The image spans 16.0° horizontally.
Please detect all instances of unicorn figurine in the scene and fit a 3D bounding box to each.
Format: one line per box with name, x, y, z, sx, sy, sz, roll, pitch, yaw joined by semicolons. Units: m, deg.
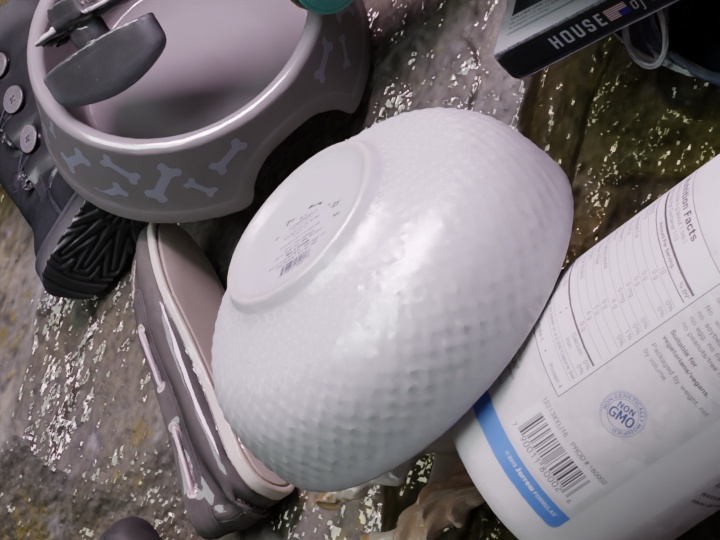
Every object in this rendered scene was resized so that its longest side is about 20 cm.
unicorn figurine;0.018;0.055;1.318;0.137;0.074;0.200;-46;61;8

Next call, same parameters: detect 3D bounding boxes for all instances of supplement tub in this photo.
supplement tub;0.148;0.037;1.147;0.200;0.132;0.132;-37;51;26

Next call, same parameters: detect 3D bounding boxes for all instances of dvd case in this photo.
dvd case;0.145;-0.193;1.269;0.150;0.025;0.200;-26;34;37

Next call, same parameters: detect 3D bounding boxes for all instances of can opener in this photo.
can opener;-0.093;-0.160;1.376;0.200;0.053;0.066;-33;92;25

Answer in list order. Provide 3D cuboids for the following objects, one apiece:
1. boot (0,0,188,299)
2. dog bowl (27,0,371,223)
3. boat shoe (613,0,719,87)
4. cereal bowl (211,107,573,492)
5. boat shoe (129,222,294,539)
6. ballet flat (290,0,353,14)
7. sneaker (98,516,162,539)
boot;-0.168;-0.104;1.570;0.165;0.066;0.200;-46;42;17
dog bowl;-0.097;-0.126;1.446;0.200;0.059;0.200;-8;57;13
boat shoe;0.167;-0.124;1.247;0.075;0.062;0.200;-57;44;10
cereal bowl;0.000;0.000;1.197;0.200;0.083;0.200;-38;27;23
boat shoe;-0.097;0.058;1.423;0.057;0.067;0.200;-38;53;20
ballet flat;0.031;-0.216;1.362;0.200;0.071;0.071;-38;50;22
sneaker;-0.074;0.200;1.347;0.091;0.076;0.200;-42;55;11
